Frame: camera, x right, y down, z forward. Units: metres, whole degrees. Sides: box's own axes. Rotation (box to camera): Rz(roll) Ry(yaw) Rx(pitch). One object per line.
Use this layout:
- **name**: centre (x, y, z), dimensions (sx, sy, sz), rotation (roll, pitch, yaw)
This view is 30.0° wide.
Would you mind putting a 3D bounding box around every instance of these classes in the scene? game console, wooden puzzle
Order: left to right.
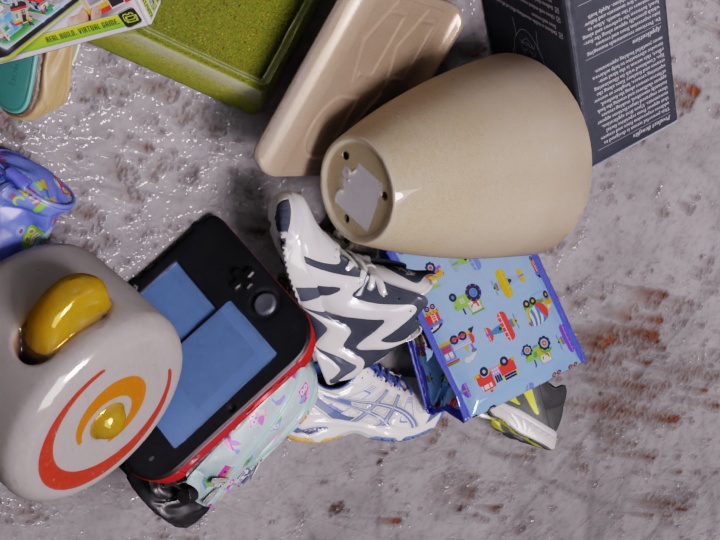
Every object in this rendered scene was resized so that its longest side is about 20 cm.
- **game console**: centre (-0.153, 0.069, 1.175), dimensions (0.200, 0.177, 0.031), rotation (-42, 154, -3)
- **wooden puzzle**: centre (-0.006, -0.168, 1.174), dimensions (0.186, 0.046, 0.200), rotation (-59, 158, 16)

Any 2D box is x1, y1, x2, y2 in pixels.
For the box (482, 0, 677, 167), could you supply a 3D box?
- **box**: centre (0.197, -0.223, 1.230), dimensions (0.107, 0.148, 0.201), rotation (-27, 129, -15)

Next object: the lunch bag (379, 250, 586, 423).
- **lunch bag**: centre (0.114, 0.028, 1.348), dimensions (0.150, 0.094, 0.201), rotation (-24, 99, -21)

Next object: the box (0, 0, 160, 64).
- **box**: centre (-0.257, -0.207, 0.963), dimensions (0.199, 0.035, 0.110), rotation (-11, 129, 17)

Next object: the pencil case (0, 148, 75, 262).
- **pencil case**: centre (-0.315, -0.001, 1.090), dimensions (0.078, 0.087, 0.200), rotation (35, 97, 3)

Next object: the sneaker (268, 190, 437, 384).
- **sneaker**: centre (0.000, 0.000, 1.204), dimensions (0.129, 0.080, 0.200), rotation (-21, 116, -5)

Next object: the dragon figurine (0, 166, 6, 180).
- **dragon figurine**: centre (-0.349, -0.112, 0.991), dimensions (0.099, 0.059, 0.200), rotation (-26, 121, 15)

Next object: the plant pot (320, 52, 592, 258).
- **plant pot**: centre (0.069, -0.086, 1.176), dimensions (0.199, 0.187, 0.188), rotation (-16, 126, -42)

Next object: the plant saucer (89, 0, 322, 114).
- **plant saucer**: centre (-0.106, -0.239, 1.100), dimensions (0.199, 0.048, 0.201), rotation (20, 105, -38)

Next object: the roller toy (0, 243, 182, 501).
- **roller toy**: centre (-0.238, 0.083, 1.074), dimensions (0.200, 0.140, 0.182), rotation (-58, 157, 11)

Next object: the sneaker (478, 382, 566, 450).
- **sneaker**: centre (0.151, 0.124, 1.472), dimensions (0.200, 0.074, 0.085), rotation (36, 71, -35)

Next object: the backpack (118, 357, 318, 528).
- **backpack**: centre (-0.137, 0.119, 1.239), dimensions (0.200, 0.167, 0.127), rotation (-44, 152, -5)

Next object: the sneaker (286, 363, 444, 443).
- **sneaker**: centre (0.008, 0.122, 1.369), dimensions (0.199, 0.075, 0.089), rotation (-3, 118, -31)

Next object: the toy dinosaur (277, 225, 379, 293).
- **toy dinosaur**: centre (-0.018, -0.010, 1.288), dimensions (0.102, 0.077, 0.201), rotation (-18, 121, -36)

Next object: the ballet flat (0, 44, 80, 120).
- **ballet flat**: centre (-0.240, -0.214, 1.035), dimensions (0.063, 0.068, 0.201), rotation (-21, 135, -55)
